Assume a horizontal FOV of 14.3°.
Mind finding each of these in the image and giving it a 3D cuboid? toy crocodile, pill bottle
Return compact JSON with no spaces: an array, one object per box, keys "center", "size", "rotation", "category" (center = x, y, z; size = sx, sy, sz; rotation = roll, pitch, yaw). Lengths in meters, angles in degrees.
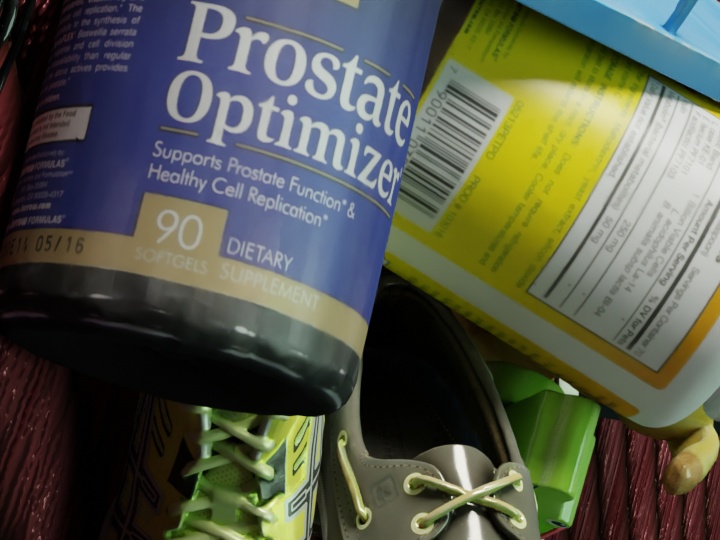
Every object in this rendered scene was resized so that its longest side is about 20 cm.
[{"center":[0.045,0.085,1.069],"size":[0.200,0.061,0.068],"rotation":[139,-29,-64],"category":"toy crocodile"},{"center":[0.080,-0.020,0.985],"size":[0.110,0.199,0.109],"rotation":[-57,-175,8],"category":"pill bottle"},{"center":[-0.036,-0.065,0.854],"size":[0.112,0.111,0.201],"rotation":[44,57,-68],"category":"pill bottle"}]

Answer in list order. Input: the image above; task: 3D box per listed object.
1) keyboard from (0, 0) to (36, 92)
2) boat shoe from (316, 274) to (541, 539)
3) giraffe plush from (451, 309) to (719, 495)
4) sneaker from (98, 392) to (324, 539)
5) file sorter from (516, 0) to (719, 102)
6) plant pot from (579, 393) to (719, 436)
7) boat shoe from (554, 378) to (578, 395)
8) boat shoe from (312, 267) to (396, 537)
[{"center":[-0.111,-0.074,0.738],"size":[0.104,0.039,0.201],"rotation":[21,79,-71],"category":"keyboard"},{"center":[0.023,0.079,0.941],"size":[0.202,0.072,0.061],"rotation":[-109,-152,-53],"category":"boat shoe"},{"center":[0.073,0.000,1.164],"size":[0.173,0.161,0.201],"rotation":[-48,125,-46],"category":"giraffe plush"},{"center":[-0.049,0.066,0.920],"size":[0.076,0.075,0.201],"rotation":[95,-2,-75],"category":"sneaker"},{"center":[0.102,-0.147,0.980],"size":[0.199,0.139,0.123],"rotation":[22,109,-36],"category":"file sorter"},{"center":[0.148,0.000,1.415],"size":[0.200,0.141,0.142],"rotation":[21,78,-64],"category":"plant pot"},{"center":[0.047,0.119,1.311],"size":[0.062,0.073,0.201],"rotation":[4,103,-29],"category":"boat shoe"},{"center":[0.000,0.000,1.079],"size":[0.068,0.072,0.201],"rotation":[125,-18,-80],"category":"boat shoe"}]
